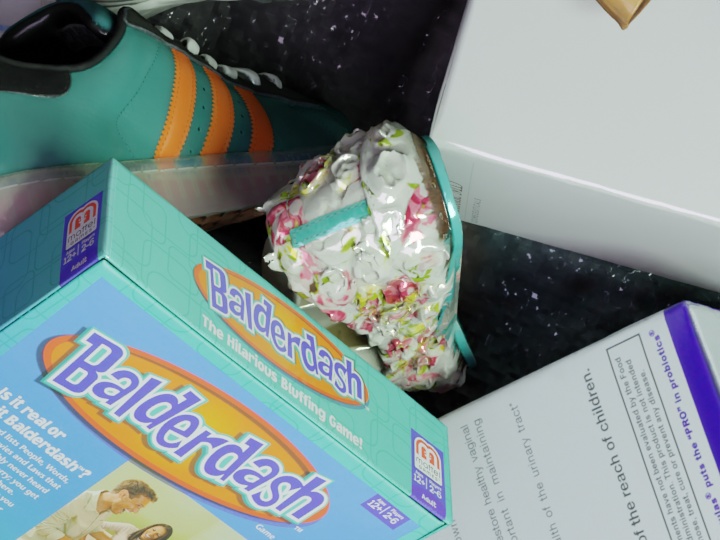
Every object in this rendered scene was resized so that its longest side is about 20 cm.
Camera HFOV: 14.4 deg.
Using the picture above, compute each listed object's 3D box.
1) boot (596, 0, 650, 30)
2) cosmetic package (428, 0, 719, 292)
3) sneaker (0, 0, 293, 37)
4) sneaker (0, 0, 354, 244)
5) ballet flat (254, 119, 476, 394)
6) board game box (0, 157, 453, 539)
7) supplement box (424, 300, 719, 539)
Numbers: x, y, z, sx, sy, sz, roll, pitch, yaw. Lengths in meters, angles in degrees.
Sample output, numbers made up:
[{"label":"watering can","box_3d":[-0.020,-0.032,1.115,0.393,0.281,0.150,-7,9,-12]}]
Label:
[{"label":"boot","box_3d":[0.013,-0.142,0.876,0.200,0.069,0.188,44,68,10]},{"label":"cosmetic package","box_3d":[0.125,-0.041,0.917,0.199,0.108,0.085,14,80,4]},{"label":"sneaker","box_3d":[-0.041,-0.122,0.947,0.199,0.072,0.073,-13,99,10]},{"label":"sneaker","box_3d":[-0.068,-0.051,0.922,0.071,0.200,0.080,-17,86,34]},{"label":"ballet flat","box_3d":[0.000,0.000,0.923,0.064,0.200,0.076,-19,73,-1]},{"label":"board game box","box_3d":[-0.095,0.070,0.876,0.199,0.045,0.152,-32,126,27]},{"label":"supplement box","box_3d":[0.065,0.097,0.955,0.199,0.101,0.104,-28,71,27]}]
